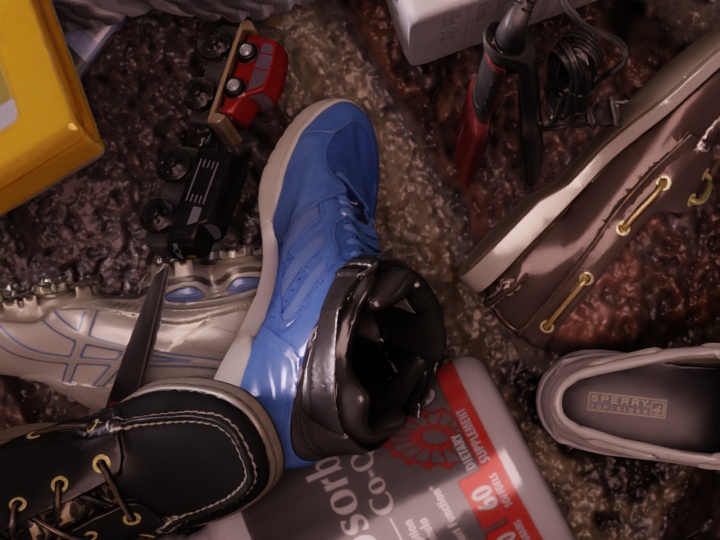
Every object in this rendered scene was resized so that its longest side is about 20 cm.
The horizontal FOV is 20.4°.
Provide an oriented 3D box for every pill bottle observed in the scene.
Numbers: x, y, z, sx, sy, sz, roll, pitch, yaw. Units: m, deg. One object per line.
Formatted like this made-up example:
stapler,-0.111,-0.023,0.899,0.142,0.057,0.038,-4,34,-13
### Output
pill bottle,-0.004,0.136,0.987,0.199,0.116,0.116,-29,90,2

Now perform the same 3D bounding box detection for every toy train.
toy train,-0.060,-0.098,1.001,0.046,0.034,0.201,11,72,21

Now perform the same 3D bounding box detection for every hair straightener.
hair straightener,0.089,-0.090,0.949,0.076,0.200,0.041,0,68,-2

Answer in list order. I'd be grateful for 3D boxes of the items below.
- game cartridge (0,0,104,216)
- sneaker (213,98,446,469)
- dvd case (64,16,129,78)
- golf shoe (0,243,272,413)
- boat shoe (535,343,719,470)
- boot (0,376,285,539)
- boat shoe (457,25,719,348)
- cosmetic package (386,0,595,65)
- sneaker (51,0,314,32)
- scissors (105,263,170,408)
game cartridge,-0.234,-0.081,0.957,0.199,0.032,0.177,-29,62,10
sneaker,0.001,0.001,0.962,0.077,0.111,0.201,42,54,-38
dvd case,-0.227,-0.110,1.038,0.142,0.018,0.200,39,91,1
golf shoe,-0.134,0.048,1.012,0.199,0.078,0.098,-9,96,2
boat shoe,0.189,0.068,1.009,0.199,0.066,0.072,7,90,0
boot,-0.145,0.119,0.913,0.203,0.154,0.074,-14,105,37
boat shoe,0.140,-0.046,1.009,0.200,0.072,0.060,-44,96,4
cosmetic package,0.090,-0.216,0.959,0.199,0.167,0.167,-19,89,2
sneaker,-0.094,-0.168,0.972,0.199,0.075,0.083,-1,79,17
scissors,-0.116,0.080,0.987,0.073,0.014,0.200,42,125,3
